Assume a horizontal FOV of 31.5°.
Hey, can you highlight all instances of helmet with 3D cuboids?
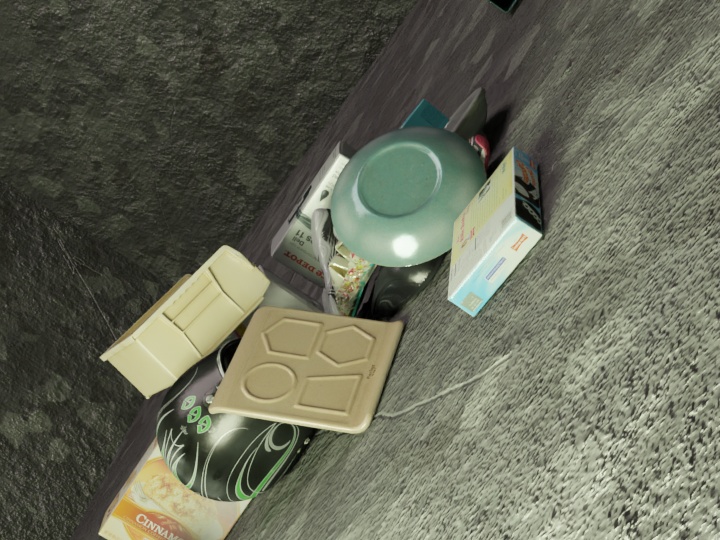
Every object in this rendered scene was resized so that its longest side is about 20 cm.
[{"bbox_3d":[-0.164,0.202,1.632,0.191,0.200,0.200,-52,11,24],"label":"helmet"}]

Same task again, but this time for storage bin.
[{"bbox_3d":[-0.242,0.072,1.778,0.199,0.094,0.200,-47,8,-24],"label":"storage bin"}]

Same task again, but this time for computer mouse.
[{"bbox_3d":[0.040,0.013,1.634,0.200,0.053,0.139,-45,15,52],"label":"computer mouse"}]

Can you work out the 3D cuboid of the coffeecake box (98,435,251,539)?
[{"bbox_3d":[-0.246,0.314,1.790,0.200,0.153,0.073,-56,11,10],"label":"coffeecake box"}]

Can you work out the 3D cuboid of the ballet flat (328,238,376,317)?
[{"bbox_3d":[-0.006,-0.013,1.662,0.076,0.064,0.200,-62,-2,-39],"label":"ballet flat"}]

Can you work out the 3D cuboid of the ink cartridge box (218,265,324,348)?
[{"bbox_3d":[-0.141,0.119,1.909,0.200,0.146,0.147,-56,11,1],"label":"ink cartridge box"}]

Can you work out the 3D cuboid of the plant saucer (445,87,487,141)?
[{"bbox_3d":[0.121,-0.158,1.748,0.200,0.050,0.200,-52,4,6],"label":"plant saucer"}]

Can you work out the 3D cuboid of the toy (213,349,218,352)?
[{"bbox_3d":[-0.144,0.136,1.759,0.115,0.200,0.047,-55,44,32],"label":"toy"}]

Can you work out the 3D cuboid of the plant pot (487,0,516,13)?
[{"bbox_3d":[0.234,-0.542,2.196,0.141,0.141,0.200,-55,3,13],"label":"plant pot"}]

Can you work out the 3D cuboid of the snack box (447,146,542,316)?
[{"bbox_3d":[0.143,-0.045,1.357,0.116,0.037,0.200,-52,11,25],"label":"snack box"}]

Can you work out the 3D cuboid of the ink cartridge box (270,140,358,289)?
[{"bbox_3d":[-0.026,-0.073,1.956,0.200,0.146,0.083,-55,11,17],"label":"ink cartridge box"}]

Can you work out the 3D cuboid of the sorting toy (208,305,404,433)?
[{"bbox_3d":[-0.061,0.119,1.521,0.185,0.200,0.037,-68,-24,-48],"label":"sorting toy"}]

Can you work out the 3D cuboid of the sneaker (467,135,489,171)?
[{"bbox_3d":[0.097,-0.097,1.637,0.200,0.075,0.081,-50,12,32],"label":"sneaker"}]

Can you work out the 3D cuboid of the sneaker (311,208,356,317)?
[{"bbox_3d":[0.000,0.000,1.794,0.075,0.115,0.200,106,155,-67],"label":"sneaker"}]

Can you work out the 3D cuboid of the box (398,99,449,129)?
[{"bbox_3d":[0.050,-0.149,1.729,0.082,0.049,0.200,-49,4,40],"label":"box"}]

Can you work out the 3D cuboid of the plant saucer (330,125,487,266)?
[{"bbox_3d":[0.053,-0.102,1.561,0.201,0.201,0.039,-60,-29,-17],"label":"plant saucer"}]
